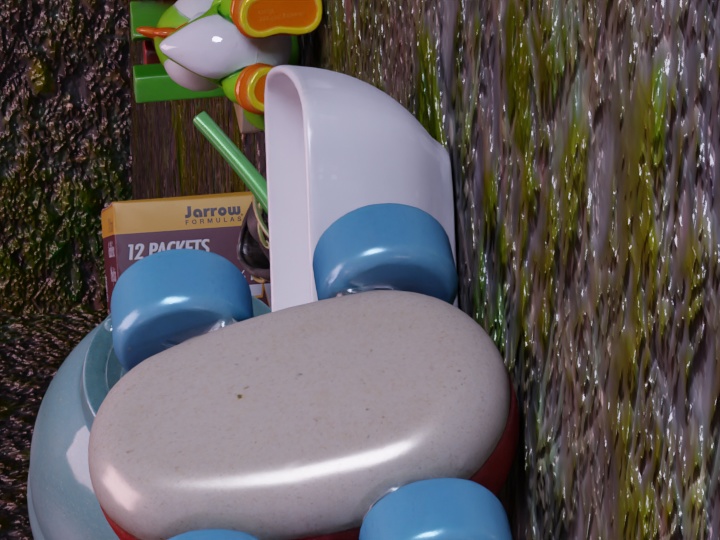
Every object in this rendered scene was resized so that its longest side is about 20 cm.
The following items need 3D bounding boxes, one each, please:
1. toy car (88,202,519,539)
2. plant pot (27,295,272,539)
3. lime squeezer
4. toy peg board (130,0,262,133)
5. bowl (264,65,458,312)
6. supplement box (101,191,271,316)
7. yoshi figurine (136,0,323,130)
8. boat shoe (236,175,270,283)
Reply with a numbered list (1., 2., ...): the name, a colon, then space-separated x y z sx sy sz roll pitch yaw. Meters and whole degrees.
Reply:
1. toy car: -0.011 0.110 1.188 0.200 0.177 0.184 74 -175 -48
2. plant pot: -0.092 0.089 1.554 0.134 0.200 0.200 90 173 -56
3. lime squeezer: -0.028 -0.005 1.567 0.200 0.038 0.071 60 175 -27
4. toy peg board: -0.133 -0.236 2.136 0.199 0.098 0.200 -106 15 -57
5. bowl: 0.000 0.000 1.330 0.200 0.075 0.200 -138 44 -79
6. supplement box: -0.103 0.050 1.904 0.197 0.133 0.200 177 89 -83
7. yoshi figurine: -0.065 -0.145 1.788 0.112 0.112 0.200 47 169 -20
8. boat shoe: -0.037 -0.027 1.645 0.201 0.061 0.072 121 144 -77
